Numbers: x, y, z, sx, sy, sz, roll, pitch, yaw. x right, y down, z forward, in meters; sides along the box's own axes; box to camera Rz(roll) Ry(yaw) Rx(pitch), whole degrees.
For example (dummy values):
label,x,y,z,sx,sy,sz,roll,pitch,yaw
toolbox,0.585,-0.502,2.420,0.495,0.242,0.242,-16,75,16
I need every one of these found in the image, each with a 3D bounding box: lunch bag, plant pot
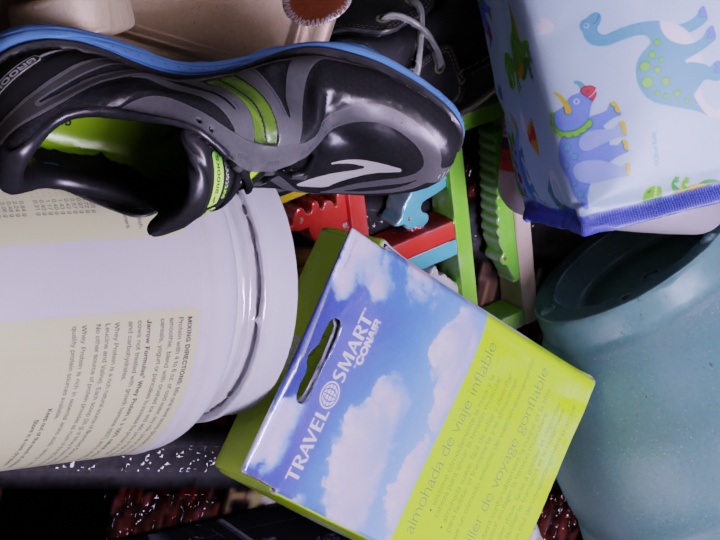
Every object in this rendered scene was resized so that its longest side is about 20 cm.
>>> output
label,x,y,z,sx,sy,sz,roll,pitch,yaw
lunch bag,0.155,-0.120,1.044,0.200,0.127,0.170,-15,98,-8
plant pot,0.170,0.042,1.235,0.200,0.200,0.134,-38,107,-19

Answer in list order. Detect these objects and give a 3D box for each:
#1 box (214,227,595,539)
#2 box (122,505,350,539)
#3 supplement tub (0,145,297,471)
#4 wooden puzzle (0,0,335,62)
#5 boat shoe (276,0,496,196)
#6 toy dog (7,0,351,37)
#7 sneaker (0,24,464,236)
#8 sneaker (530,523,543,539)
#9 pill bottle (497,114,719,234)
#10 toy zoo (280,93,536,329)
label,x,y,z,sx,sy,sz,roll,pitch,yaw
box,0.019,0.066,1.110,0.200,0.048,0.122,32,79,-45
box,-0.062,0.202,1.113,0.200,0.182,0.104,-9,113,-36
supplement tub,-0.141,0.009,0.997,0.200,0.145,0.145,-5,111,-36
wooden puzzle,-0.086,-0.168,1.009,0.185,0.037,0.200,16,97,-16
boat shoe,0.017,-0.093,1.089,0.200,0.068,0.072,-31,94,-4
toy dog,-0.056,-0.150,0.950,0.200,0.096,0.132,-35,107,-4
sneaker,-0.056,-0.046,0.941,0.199,0.083,0.071,3,134,-20
sneaker,0.071,0.131,1.235,0.070,0.093,0.200,-26,129,-27
pill bottle,0.130,-0.121,1.162,0.112,0.112,0.200,1,96,-38
toy zoo,0.000,0.000,1.184,0.200,0.020,0.131,-23,121,-29
